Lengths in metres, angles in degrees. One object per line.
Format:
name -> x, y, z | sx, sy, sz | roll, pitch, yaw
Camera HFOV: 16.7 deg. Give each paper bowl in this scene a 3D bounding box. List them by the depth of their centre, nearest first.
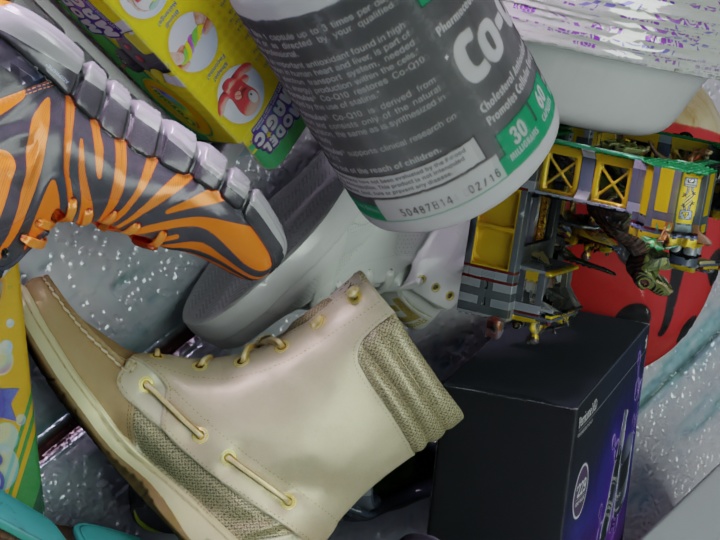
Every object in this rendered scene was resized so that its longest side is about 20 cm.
paper bowl -> 0.109, -0.137, 1.313 | 0.201, 0.201, 0.104 | 4, 105, -40

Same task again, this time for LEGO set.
LEGO set -> 0.137, -0.012, 1.307 | 0.200, 0.154, 0.116 | -26, 126, -72

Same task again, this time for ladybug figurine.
ladybug figurine -> 0.168, -0.028, 1.458 | 0.136, 0.072, 0.200 | 8, 91, -40

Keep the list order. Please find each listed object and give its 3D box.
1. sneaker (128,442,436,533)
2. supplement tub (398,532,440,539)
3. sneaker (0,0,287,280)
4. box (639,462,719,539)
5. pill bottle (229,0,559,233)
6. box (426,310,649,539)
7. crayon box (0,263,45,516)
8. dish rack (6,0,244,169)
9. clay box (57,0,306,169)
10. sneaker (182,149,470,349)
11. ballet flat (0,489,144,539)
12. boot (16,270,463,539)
sneaker -> -0.033, 0.102, 1.303 | 0.200, 0.081, 0.074 | -8, 101, -38
supplement tub -> -0.021, 0.212, 1.190 | 0.200, 0.107, 0.107 | -39, 119, -30
sneaker -> -0.133, -0.029, 1.155 | 0.200, 0.078, 0.112 | 36, 72, -23
box -> 0.188, 0.217, 1.457 | 0.200, 0.097, 0.124 | -39, 160, -29
pill bottle -> 0.005, -0.125, 1.169 | 0.113, 0.113, 0.200 | -48, 124, -24
box -> 0.097, 0.110, 1.344 | 0.200, 0.079, 0.141 | -35, 130, -69
crayon box -> -0.221, 0.055, 1.162 | 0.126, 0.052, 0.200 | -14, 104, -38
dish rack -> -0.106, -0.138, 1.237 | 0.172, 0.044, 0.200 | 43, 69, -34
clay box -> -0.085, -0.151, 1.195 | 0.200, 0.048, 0.115 | 48, 65, -35
sneaker -> 0.000, 0.000, 1.323 | 0.200, 0.074, 0.116 | -46, 119, -27
ballet flat -> -0.148, 0.153, 1.171 | 0.200, 0.068, 0.072 | 28, 105, -43
boot -> -0.063, 0.046, 1.218 | 0.155, 0.073, 0.200 | -42, 87, -6
